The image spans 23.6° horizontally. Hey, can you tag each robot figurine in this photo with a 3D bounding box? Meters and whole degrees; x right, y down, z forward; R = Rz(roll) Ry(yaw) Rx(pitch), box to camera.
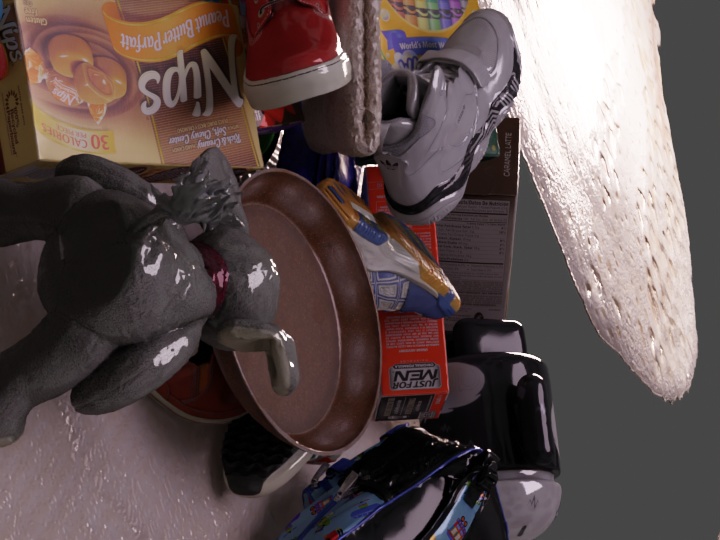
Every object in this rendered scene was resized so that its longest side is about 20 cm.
[{"bbox_3d":[0.116,0.146,1.532,0.150,0.124,0.201,49,34,-69],"label":"robot figurine"}]

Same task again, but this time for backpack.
[{"bbox_3d":[0.011,0.230,1.251,0.199,0.134,0.184,-32,119,-29],"label":"backpack"}]

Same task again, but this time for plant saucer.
[{"bbox_3d":[-0.050,0.031,1.188,0.200,0.034,0.202,33,50,-52],"label":"plant saucer"}]

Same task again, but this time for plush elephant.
[{"bbox_3d":[-0.117,0.011,1.015,0.155,0.199,0.166,30,41,-54],"label":"plush elephant"}]

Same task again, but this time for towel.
[{"bbox_3d":[-0.016,-0.185,1.272,0.132,0.034,0.202,-160,-111,-73],"label":"towel"},{"bbox_3d":[-0.026,-0.078,1.425,0.201,0.049,0.148,-80,163,-45],"label":"towel"}]

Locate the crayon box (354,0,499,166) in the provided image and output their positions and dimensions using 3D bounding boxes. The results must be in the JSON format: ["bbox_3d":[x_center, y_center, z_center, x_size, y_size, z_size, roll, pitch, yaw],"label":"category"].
[{"bbox_3d":[0.044,-0.189,1.434,0.125,0.051,0.202,-1,80,-41],"label":"crayon box"}]

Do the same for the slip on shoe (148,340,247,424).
[{"bbox_3d":[-0.115,0.054,1.165,0.200,0.061,0.075,39,40,-57],"label":"slip on shoe"}]

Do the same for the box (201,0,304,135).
[{"bbox_3d":[-0.126,-0.190,1.235,0.136,0.039,0.201,-14,89,-36],"label":"box"}]

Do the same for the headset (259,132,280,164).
[{"bbox_3d":[-0.083,-0.175,1.336,0.123,0.093,0.202,30,61,-60],"label":"headset"}]

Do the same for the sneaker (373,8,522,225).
[{"bbox_3d":[0.062,-0.144,1.330,0.201,0.075,0.115,-65,149,-24],"label":"sneaker"}]

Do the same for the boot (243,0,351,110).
[{"bbox_3d":[-0.057,-0.192,1.139,0.200,0.072,0.145,-104,180,-69],"label":"boot"}]

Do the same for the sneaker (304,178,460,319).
[{"bbox_3d":[0.000,0.000,1.347,0.200,0.088,0.075,33,17,-46],"label":"sneaker"}]

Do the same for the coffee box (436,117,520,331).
[{"bbox_3d":[0.101,-0.031,1.591,0.115,0.079,0.201,-84,176,-48],"label":"coffee box"}]

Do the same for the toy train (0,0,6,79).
[{"bbox_3d":[-0.265,-0.185,0.945,0.116,0.084,0.201,-88,154,-58],"label":"toy train"}]

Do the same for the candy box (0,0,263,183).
[{"bbox_3d":[-0.155,-0.118,1.113,0.199,0.055,0.116,-2,81,-51],"label":"candy box"}]

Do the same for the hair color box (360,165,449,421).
[{"bbox_3d":[0.035,0.020,1.474,0.102,0.061,0.202,100,-13,-74],"label":"hair color box"}]

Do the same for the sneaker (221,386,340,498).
[{"bbox_3d":[-0.040,0.122,1.287,0.200,0.070,0.094,-59,145,-52],"label":"sneaker"}]
